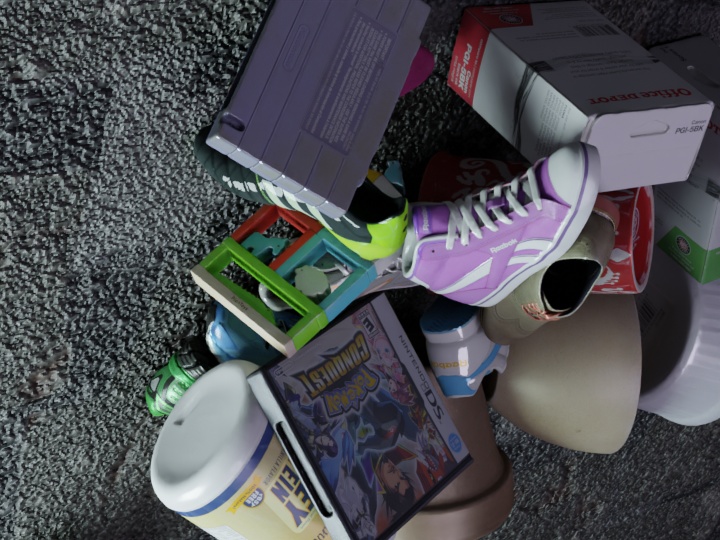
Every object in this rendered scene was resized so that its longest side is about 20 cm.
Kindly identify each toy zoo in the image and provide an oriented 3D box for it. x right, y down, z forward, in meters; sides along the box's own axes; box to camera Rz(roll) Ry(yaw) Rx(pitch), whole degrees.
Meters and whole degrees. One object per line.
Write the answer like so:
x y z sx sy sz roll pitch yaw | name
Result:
-0.035 -0.027 1.366 0.200 0.131 0.021 -43 145 -18 | toy zoo

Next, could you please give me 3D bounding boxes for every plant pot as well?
0.058 0.157 1.587 0.198 0.200 0.177 -13 112 -27 | plant pot
0.194 0.090 1.624 0.133 0.201 0.202 0 127 -10 | plant pot

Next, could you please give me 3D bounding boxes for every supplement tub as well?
-0.072 0.188 1.391 0.200 0.145 0.145 39 98 -29 | supplement tub

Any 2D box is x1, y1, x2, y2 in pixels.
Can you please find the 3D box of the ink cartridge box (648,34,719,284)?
0.344 -0.114 1.579 0.084 0.146 0.202 -18 133 -25 | ink cartridge box

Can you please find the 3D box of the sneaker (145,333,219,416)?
-0.130 0.131 1.501 0.085 0.079 0.200 -34 138 16 | sneaker

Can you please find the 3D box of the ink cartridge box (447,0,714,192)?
0.192 -0.157 1.393 0.145 0.200 0.084 -8 129 -30 | ink cartridge box

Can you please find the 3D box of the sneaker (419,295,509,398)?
0.116 0.054 1.516 0.200 0.076 0.082 -37 119 -55 | sneaker

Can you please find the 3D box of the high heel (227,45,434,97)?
-0.008 -0.149 1.325 0.198 0.096 0.068 -19 118 -23 | high heel

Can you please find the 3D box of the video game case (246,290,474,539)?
0.005 0.133 1.374 0.025 0.182 0.200 -26 -177 38 | video game case

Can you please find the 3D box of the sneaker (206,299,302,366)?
-0.050 0.064 1.449 0.198 0.079 0.090 20 148 -26 | sneaker

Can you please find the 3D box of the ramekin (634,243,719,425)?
0.330 0.060 1.681 0.097 0.201 0.202 12 117 -32 | ramekin

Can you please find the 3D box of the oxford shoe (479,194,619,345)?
0.154 0.016 1.355 0.070 0.075 0.201 20 139 -10 | oxford shoe

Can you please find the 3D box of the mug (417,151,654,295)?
0.170 -0.056 1.455 0.134 0.198 0.179 69 32 -45 | mug

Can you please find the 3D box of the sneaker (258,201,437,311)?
0.000 0.000 1.395 0.198 0.092 0.076 -17 105 23 | sneaker

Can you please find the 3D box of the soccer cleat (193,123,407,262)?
-0.047 -0.080 1.306 0.068 0.198 0.081 -59 174 -33 | soccer cleat

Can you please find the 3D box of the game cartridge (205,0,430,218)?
-0.029 -0.156 1.250 0.129 0.038 0.202 32 68 -23 | game cartridge

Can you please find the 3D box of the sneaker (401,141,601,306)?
0.107 -0.042 1.290 0.113 0.073 0.201 17 135 -26 | sneaker
